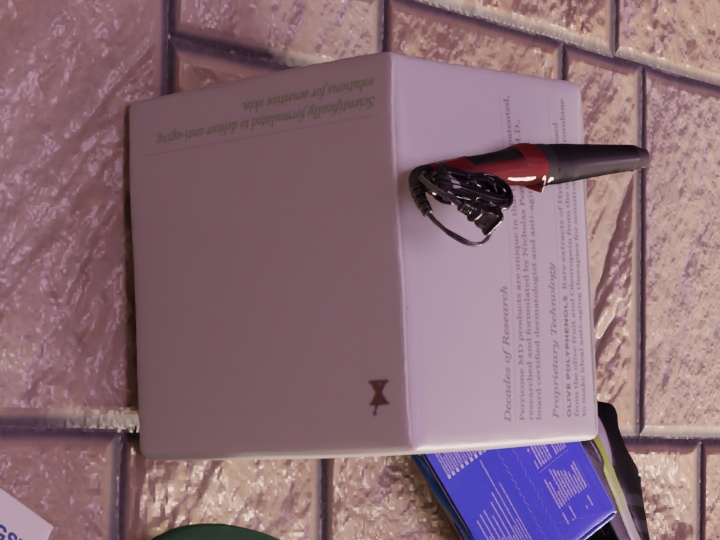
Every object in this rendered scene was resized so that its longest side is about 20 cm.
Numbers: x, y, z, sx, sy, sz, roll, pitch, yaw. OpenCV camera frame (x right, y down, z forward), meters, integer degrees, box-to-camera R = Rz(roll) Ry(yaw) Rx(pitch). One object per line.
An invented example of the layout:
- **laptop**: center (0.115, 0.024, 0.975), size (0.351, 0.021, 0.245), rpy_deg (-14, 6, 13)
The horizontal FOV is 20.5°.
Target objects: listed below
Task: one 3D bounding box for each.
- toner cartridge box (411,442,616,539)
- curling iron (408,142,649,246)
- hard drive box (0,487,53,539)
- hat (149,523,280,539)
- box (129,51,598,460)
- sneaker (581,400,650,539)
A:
- **toner cartridge box**: center (0.080, 0.103, 1.256), size (0.095, 0.043, 0.201), rpy_deg (-35, 119, -10)
- **curling iron**: center (0.090, -0.045, 1.008), size (0.050, 0.026, 0.199), rpy_deg (50, 33, 18)
- **hard drive box**: center (-0.244, 0.164, 0.866), size (0.156, 0.076, 0.201), rpy_deg (43, 56, -40)
- **hat**: center (-0.081, 0.265, 1.104), size (0.200, 0.176, 0.165), rpy_deg (45, 47, 9)
- **box**: center (0.000, 0.000, 1.074), size (0.170, 0.198, 0.202), rpy_deg (1, 85, -50)
- **sneaker**: center (0.182, 0.176, 1.383), size (0.083, 0.071, 0.202), rpy_deg (-38, 117, -45)
